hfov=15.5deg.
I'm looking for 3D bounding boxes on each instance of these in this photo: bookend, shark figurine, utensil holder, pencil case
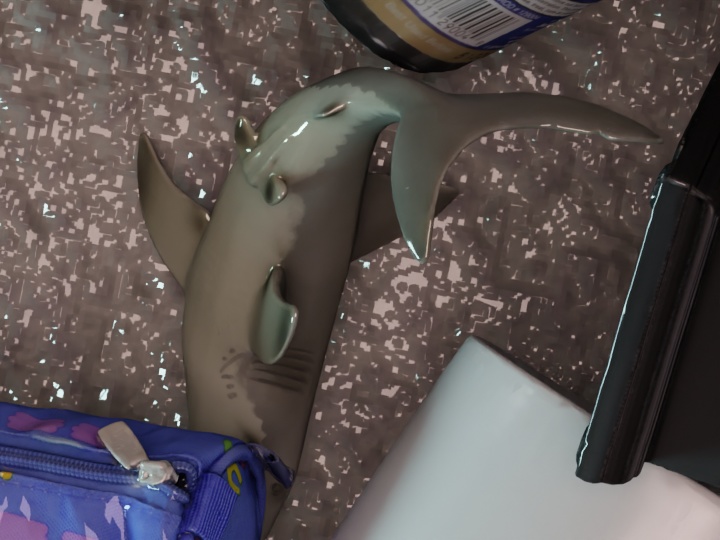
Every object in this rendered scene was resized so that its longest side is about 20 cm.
[{"bbox_3d":[0.183,0.004,0.729,0.198,0.200,0.092,19,120,10],"label":"bookend"},{"bbox_3d":[0.003,-0.021,0.799,0.089,0.215,0.129,-6,61,-30],"label":"shark figurine"},{"bbox_3d":[0.044,0.143,0.779,0.170,0.170,0.200,31,92,-1],"label":"utensil holder"},{"bbox_3d":[-0.125,0.070,0.792,0.199,0.078,0.087,12,133,12],"label":"pencil case"}]

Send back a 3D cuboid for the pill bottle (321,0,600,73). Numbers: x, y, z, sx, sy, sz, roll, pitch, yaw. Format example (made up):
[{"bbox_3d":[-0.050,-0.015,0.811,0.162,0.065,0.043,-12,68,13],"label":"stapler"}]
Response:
[{"bbox_3d":[0.076,-0.141,0.750,0.200,0.112,0.112,-23,93,32],"label":"pill bottle"}]
